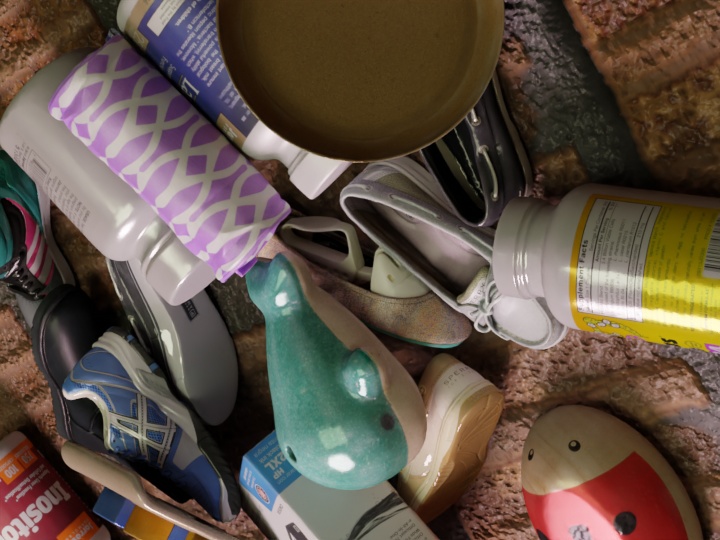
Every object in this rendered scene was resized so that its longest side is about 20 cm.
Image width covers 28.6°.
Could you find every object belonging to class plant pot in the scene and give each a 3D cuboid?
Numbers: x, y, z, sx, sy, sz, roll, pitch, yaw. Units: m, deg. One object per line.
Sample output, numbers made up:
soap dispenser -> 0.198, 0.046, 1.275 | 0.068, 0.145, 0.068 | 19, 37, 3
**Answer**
plant pot -> 0.000, -0.175, 0.980 | 0.198, 0.027, 0.202 | 0, 90, -2

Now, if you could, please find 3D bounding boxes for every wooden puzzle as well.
wooden puzzle -> -0.167, 0.231, 1.266 | 0.200, 0.046, 0.185 | 38, 165, -29

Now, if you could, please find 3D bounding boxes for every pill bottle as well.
pill bottle -> -0.337, 0.277, 1.485 | 0.200, 0.113, 0.113 | 49, 131, -4
pill bottle -> -0.074, -0.155, 1.049 | 0.200, 0.116, 0.116 | 44, 132, 1
pill bottle -> -0.188, -0.074, 1.152 | 0.200, 0.114, 0.114 | 46, 132, 7
pill bottle -> 0.196, -0.004, 0.979 | 0.199, 0.104, 0.105 | 9, 122, 28

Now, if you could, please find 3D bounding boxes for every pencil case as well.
pencil case -> -0.143, -0.081, 1.049 | 0.200, 0.084, 0.085 | 46, 146, -3

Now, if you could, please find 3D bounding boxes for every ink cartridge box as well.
ink cartridge box -> -0.012, 0.229, 1.214 | 0.200, 0.084, 0.145 | 47, 157, 13

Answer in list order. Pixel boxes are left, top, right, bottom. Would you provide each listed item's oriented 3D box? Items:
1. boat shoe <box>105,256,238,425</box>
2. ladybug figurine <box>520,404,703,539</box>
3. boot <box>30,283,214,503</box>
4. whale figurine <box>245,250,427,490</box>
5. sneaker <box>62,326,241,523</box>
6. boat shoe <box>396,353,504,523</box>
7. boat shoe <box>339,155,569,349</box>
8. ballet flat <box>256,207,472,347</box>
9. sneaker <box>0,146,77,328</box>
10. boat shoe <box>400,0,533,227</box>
boat shoe -> -0.174, 0.049, 1.268 | 0.067, 0.072, 0.201 | -3, 120, 40
ladybug figurine -> 0.196, 0.203, 1.128 | 0.135, 0.072, 0.201 | -24, 103, 39
boot -> -0.217, 0.118, 1.332 | 0.167, 0.076, 0.201 | 21, 134, 24
whale figurine -> -0.036, 0.083, 1.105 | 0.201, 0.104, 0.159 | 58, 156, -12
sneaker -> -0.181, 0.148, 1.247 | 0.200, 0.077, 0.076 | 49, 161, 5
boat shoe -> 0.063, 0.142, 1.183 | 0.069, 0.073, 0.201 | 48, 142, 25
boat shoe -> 0.072, -0.006, 1.082 | 0.202, 0.065, 0.074 | 43, 132, 2
ballet flat -> 0.000, 0.000, 1.132 | 0.199, 0.068, 0.068 | 20, 125, 19
sneaker -> -0.329, -0.004, 1.301 | 0.083, 0.121, 0.201 | 7, 122, 28
boat shoe -> 0.059, -0.123, 1.019 | 0.072, 0.063, 0.201 | -17, 107, 41
